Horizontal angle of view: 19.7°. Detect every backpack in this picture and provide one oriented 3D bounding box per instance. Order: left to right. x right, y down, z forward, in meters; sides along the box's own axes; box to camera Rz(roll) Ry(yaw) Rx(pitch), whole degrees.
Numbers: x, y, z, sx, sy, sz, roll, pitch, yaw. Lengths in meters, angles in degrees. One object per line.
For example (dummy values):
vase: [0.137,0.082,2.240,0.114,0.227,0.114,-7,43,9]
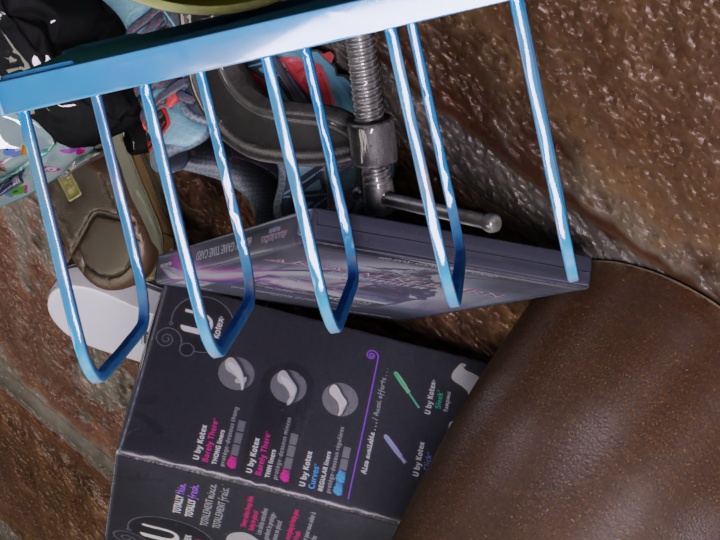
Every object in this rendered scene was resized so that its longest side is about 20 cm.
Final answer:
backpack: [-0.220,-0.100,1.084,0.199,0.126,0.168,-29,87,29]

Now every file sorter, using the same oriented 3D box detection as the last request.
file sorter: [-0.019,-0.044,0.809,0.139,0.198,0.124,-70,-33,-78]

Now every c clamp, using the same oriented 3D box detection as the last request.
c clamp: [-0.019,-0.118,0.917,0.170,0.027,0.202,4,114,41]

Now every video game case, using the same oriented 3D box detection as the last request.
video game case: [0.000,0.000,1.000,0.142,0.019,0.200,9,172,-24]

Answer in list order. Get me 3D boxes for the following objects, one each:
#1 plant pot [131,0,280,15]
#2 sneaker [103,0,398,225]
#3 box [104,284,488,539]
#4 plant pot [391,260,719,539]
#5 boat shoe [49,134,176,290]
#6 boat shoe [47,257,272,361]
plant pot: [-0.104,-0.205,0.834,0.200,0.187,0.188,19,144,57]
sneaker: [-0.077,-0.094,1.012,0.200,0.095,0.079,43,152,8]
box: [-0.026,0.100,1.103,0.198,0.107,0.123,14,149,-3]
plant pot: [0.094,0.131,0.954,0.186,0.200,0.188,34,151,22]
boat shoe: [-0.157,-0.087,1.169,0.071,0.076,0.202,-20,91,29]
boat shoe: [-0.082,0.031,1.225,0.198,0.068,0.072,19,140,6]
